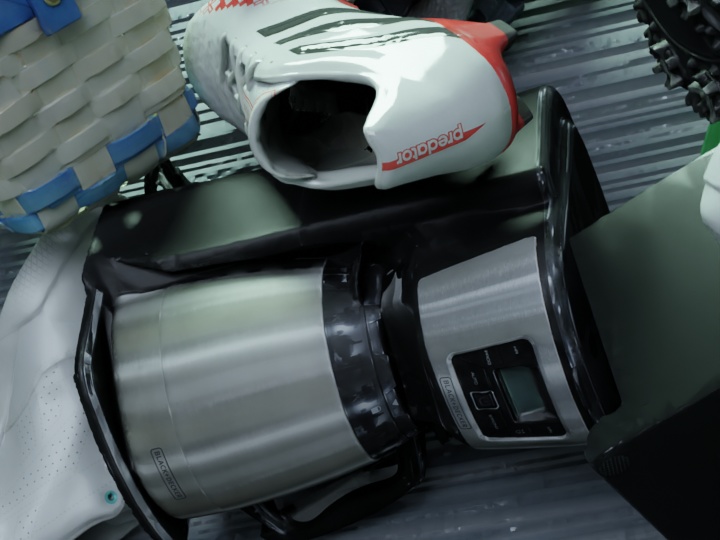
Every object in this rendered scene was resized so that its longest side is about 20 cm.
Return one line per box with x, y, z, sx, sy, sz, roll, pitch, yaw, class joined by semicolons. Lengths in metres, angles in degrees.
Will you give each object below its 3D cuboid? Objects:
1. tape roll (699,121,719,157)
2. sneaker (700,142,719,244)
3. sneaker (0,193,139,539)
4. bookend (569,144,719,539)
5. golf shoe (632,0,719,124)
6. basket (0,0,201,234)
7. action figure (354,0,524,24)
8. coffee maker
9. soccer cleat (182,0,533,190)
0.232;-0.028;0.894;0.199;0.048;0.202;-10;61;18;tape roll
0.153;0.052;0.702;0.116;0.199;0.074;-53;28;6;sneaker
-0.116;0.068;0.976;0.088;0.075;0.201;16;81;22;sneaker
0.164;-0.029;0.835;0.199;0.092;0.200;-32;42;17;bookend
0.155;-0.090;0.778;0.094;0.078;0.200;-29;38;-9;golf shoe
-0.163;-0.116;0.939;0.139;0.201;0.176;-31;15;-26;basket
0.051;-0.128;0.969;0.193;0.200;0.105;-35;97;10;action figure
0.000;0.000;0.920;0.198;0.135;0.193;-14;59;14;coffee maker
-0.022;-0.068;0.873;0.085;0.069;0.199;-29;28;-31;soccer cleat
